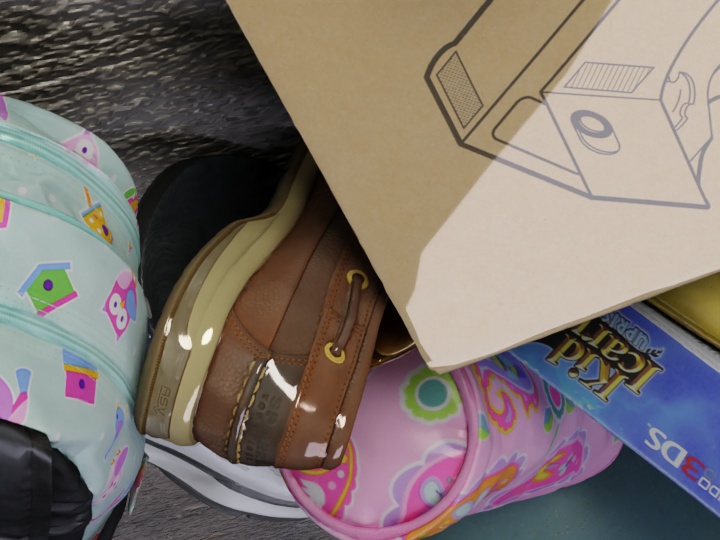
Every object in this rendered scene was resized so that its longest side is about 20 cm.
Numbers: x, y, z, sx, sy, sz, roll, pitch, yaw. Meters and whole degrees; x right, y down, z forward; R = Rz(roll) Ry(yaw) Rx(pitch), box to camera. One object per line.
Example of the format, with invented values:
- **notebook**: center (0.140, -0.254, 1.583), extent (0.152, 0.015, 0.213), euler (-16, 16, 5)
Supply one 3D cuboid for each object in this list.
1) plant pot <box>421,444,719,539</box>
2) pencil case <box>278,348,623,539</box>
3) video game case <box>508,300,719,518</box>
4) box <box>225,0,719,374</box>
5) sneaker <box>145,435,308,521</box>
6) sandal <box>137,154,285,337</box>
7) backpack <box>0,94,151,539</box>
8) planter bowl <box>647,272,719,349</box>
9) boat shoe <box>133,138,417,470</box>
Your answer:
- **plant pot**: center (0.086, 0.103, 1.073), extent (0.199, 0.201, 0.135), euler (-22, 129, 22)
- **pencil case**: center (0.039, 0.052, 0.886), extent (0.087, 0.088, 0.200), euler (-22, 174, 22)
- **video game case**: center (0.119, 0.030, 0.862), extent (0.181, 0.200, 0.046), euler (8, 116, -58)
- **box**: center (0.077, -0.068, 0.616), extent (0.199, 0.021, 0.164), euler (-20, 121, 15)
- **sneaker**: center (-0.043, 0.038, 0.910), extent (0.199, 0.076, 0.115), euler (15, 150, -22)
- **sandal**: center (-0.018, -0.008, 0.847), extent (0.048, 0.076, 0.200), euler (-6, -178, 30)
- **backpack**: center (-0.136, 0.027, 0.703), extent (0.165, 0.128, 0.200), euler (7, 160, -8)
- **planter bowl**: center (0.151, -0.026, 0.858), extent (0.084, 0.200, 0.200), euler (-58, 153, 12)
- **boat shoe**: center (0.000, 0.000, 0.731), extent (0.200, 0.067, 0.072), euler (-53, 163, -53)
